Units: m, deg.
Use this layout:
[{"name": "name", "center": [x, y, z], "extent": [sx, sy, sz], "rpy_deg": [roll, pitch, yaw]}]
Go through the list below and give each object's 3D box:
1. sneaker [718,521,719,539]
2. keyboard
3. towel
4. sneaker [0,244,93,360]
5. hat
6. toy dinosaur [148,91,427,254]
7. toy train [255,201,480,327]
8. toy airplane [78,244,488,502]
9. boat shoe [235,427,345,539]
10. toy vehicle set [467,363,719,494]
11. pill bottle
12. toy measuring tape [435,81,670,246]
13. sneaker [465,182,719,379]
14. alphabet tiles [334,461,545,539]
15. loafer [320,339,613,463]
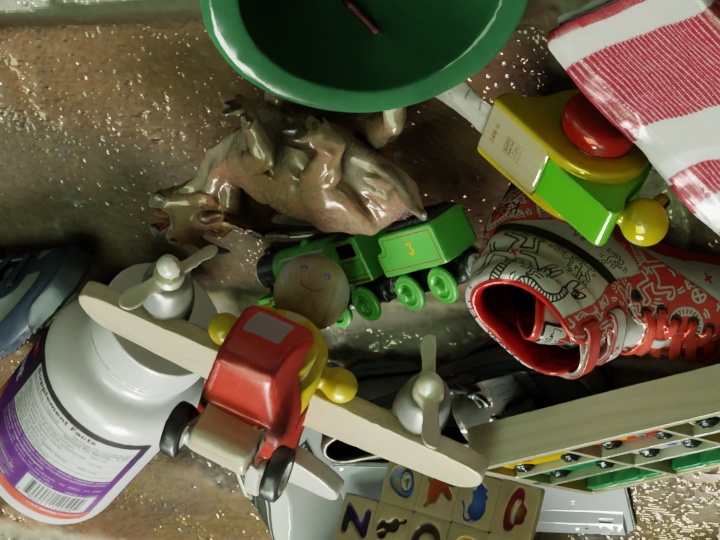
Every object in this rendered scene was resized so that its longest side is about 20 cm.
[{"name": "sneaker", "center": [0.280, 0.156, 1.100], "extent": [0.075, 0.093, 0.200], "rpy_deg": [27, 143, -25]}, {"name": "keyboard", "center": [0.079, 0.147, 1.262], "extent": [0.198, 0.011, 0.057], "rpy_deg": [-1, 127, 21]}, {"name": "towel", "center": [0.183, -0.055, 0.931], "extent": [0.200, 0.023, 0.144], "rpy_deg": [47, 163, -11]}, {"name": "sneaker", "center": [-0.262, 0.017, 1.312], "extent": [0.199, 0.070, 0.082], "rpy_deg": [-29, 111, 41]}, {"name": "hat", "center": [-0.022, -0.202, 1.017], "extent": [0.198, 0.177, 0.166], "rpy_deg": [15, 126, -26]}, {"name": "toy dinosaur", "center": [-0.026, -0.051, 1.089], "extent": [0.199, 0.086, 0.136], "rpy_deg": [20, 138, 30]}, {"name": "toy train", "center": [0.000, 0.000, 1.148], "extent": [0.199, 0.042, 0.057], "rpy_deg": [-14, 106, 51]}, {"name": "toy airplane", "center": [-0.044, 0.061, 1.119], "extent": [0.199, 0.142, 0.198], "rpy_deg": [29, 171, -35]}, {"name": "boat shoe", "center": [-0.050, 0.127, 1.300], "extent": [0.063, 0.071, 0.201], "rpy_deg": [31, 149, 38]}, {"name": "toy vehicle set", "center": [0.175, 0.092, 1.108], "extent": [0.199, 0.027, 0.124], "rpy_deg": [-19, 157, 40]}, {"name": "pill bottle", "center": [-0.171, 0.080, 1.287], "extent": [0.111, 0.112, 0.200], "rpy_deg": [38, 136, -7]}, {"name": "toy measuring tape", "center": [0.095, -0.085, 1.039], "extent": [0.200, 0.073, 0.074], "rpy_deg": [44, 141, 21]}, {"name": "sneaker", "center": [0.153, 0.030, 1.058], "extent": [0.200, 0.108, 0.067], "rpy_deg": [29, 137, 3]}, {"name": "alphabet tiles", "center": [0.045, 0.205, 1.201], "extent": [0.006, 0.168, 0.199], "rpy_deg": [20, 172, -42]}, {"name": "loafer", "center": [0.062, 0.090, 1.197], "extent": [0.199, 0.063, 0.072], "rpy_deg": [-10, 124, 36]}]
